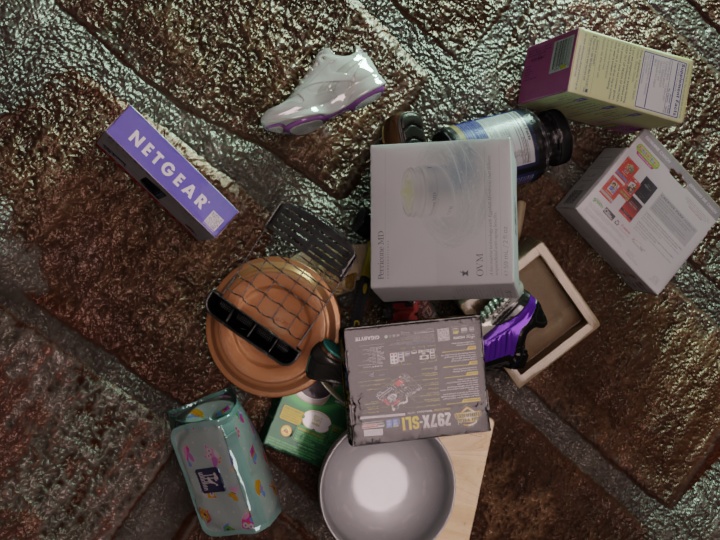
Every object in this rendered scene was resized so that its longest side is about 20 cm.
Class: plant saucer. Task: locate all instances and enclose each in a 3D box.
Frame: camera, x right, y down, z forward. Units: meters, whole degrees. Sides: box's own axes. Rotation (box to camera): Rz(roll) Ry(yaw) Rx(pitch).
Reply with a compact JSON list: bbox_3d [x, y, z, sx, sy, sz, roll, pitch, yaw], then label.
[{"bbox_3d":[-0.126,0.081,1.627,0.197,0.032,0.204,0,88,3],"label":"plant saucer"}]

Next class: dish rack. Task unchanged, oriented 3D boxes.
[{"bbox_3d":[-0.105,0.012,1.587,0.152,0.055,0.201,34,89,3],"label":"dish rack"}]

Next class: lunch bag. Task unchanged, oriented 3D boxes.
[{"bbox_3d":[-0.186,0.265,1.557,0.120,0.200,0.173,-19,97,-16],"label":"lunch bag"}]

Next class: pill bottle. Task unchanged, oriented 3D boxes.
[{"bbox_3d":[0.216,-0.181,1.718,0.197,0.112,0.114,-15,95,-17],"label":"pill bottle"}]

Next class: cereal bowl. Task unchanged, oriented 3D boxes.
[{"bbox_3d":[0.034,0.305,1.611,0.197,0.083,0.204,0,89,-7],"label":"cereal bowl"}]

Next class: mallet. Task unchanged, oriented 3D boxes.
[{"bbox_3d":[0.000,0.000,1.627,0.065,0.041,0.202,31,56,-17],"label":"mallet"}]

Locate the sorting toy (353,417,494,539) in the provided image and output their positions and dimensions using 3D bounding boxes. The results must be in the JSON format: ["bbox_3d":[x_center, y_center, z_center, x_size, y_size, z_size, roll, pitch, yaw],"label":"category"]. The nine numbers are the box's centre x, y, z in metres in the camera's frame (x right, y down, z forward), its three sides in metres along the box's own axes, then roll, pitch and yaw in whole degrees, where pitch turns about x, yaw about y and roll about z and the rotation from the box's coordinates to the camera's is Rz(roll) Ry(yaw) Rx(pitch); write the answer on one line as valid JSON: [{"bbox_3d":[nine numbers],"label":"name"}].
[{"bbox_3d":[0.079,0.296,1.695,0.197,0.070,0.202,13,87,-8],"label":"sorting toy"}]

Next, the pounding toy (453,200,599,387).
[{"bbox_3d":[0.244,0.031,1.732,0.183,0.142,0.201,-37,98,2],"label":"pounding toy"}]

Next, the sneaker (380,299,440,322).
[{"bbox_3d":[0.084,0.072,1.695,0.097,0.070,0.204,-8,94,-46],"label":"sneaker"}]

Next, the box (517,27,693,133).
[{"bbox_3d":[0.370,-0.285,1.728,0.197,0.176,0.098,12,88,-16],"label":"box"}]

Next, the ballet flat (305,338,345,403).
[{"bbox_3d":[0.007,0.165,1.618,0.198,0.068,0.069,29,105,-18],"label":"ballet flat"}]

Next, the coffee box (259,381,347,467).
[{"bbox_3d":[-0.058,0.181,1.675,0.122,0.044,0.203,22,85,-14],"label":"coffee box"}]

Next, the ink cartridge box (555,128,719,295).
[{"bbox_3d":[0.443,-0.095,1.797,0.200,0.084,0.176,44,83,-13],"label":"ink cartridge box"}]

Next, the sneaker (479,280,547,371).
[{"bbox_3d":[0.191,0.117,1.634,0.099,0.070,0.200,42,101,-9],"label":"sneaker"}]

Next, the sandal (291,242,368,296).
[{"bbox_3d":[-0.025,-0.003,1.669,0.209,0.070,0.079,-14,95,-16],"label":"sandal"}]

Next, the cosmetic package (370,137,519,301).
[{"bbox_3d":[0.116,-0.067,1.568,0.197,0.123,0.203,-3,79,12],"label":"cosmetic package"}]

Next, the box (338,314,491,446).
[{"bbox_3d":[0.074,0.149,1.557,0.197,0.049,0.163,-6,91,-9],"label":"box"}]

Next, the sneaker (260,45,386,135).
[{"bbox_3d":[-0.065,-0.264,1.663,0.198,0.075,0.101,-26,84,-19],"label":"sneaker"}]

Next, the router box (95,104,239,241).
[{"bbox_3d":[-0.266,-0.128,1.538,0.200,0.179,0.049,45,79,-12],"label":"router box"}]

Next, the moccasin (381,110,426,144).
[{"bbox_3d":[0.067,-0.134,1.698,0.073,0.077,0.205,-14,91,-31],"label":"moccasin"}]
